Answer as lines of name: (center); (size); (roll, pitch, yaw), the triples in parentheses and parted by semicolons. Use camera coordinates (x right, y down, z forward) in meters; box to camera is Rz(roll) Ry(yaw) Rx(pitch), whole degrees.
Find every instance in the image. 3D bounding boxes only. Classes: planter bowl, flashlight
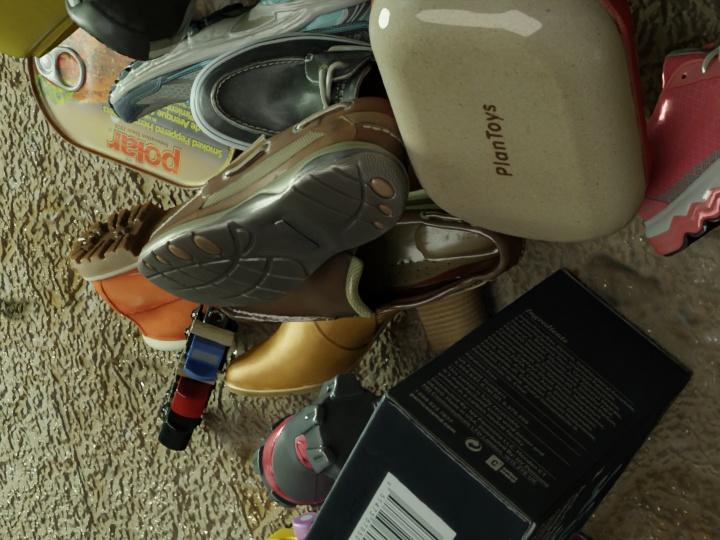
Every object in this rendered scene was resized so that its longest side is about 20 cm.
planter bowl: (-0.202, -0.198, 0.995); (0.084, 0.201, 0.200); (48, 132, -11)
flashlight: (-0.024, 0.119, 1.000); (0.067, 0.068, 0.200); (35, 165, -5)

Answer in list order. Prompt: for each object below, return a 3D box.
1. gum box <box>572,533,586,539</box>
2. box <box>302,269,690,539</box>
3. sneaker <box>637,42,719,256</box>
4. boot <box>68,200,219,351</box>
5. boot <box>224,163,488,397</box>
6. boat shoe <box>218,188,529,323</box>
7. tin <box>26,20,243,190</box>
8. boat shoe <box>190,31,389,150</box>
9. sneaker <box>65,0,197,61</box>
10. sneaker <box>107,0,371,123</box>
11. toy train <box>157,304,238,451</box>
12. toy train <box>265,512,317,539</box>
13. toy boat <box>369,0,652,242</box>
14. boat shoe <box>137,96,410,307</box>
gum box: (0.084, 0.207, 1.012); (0.199, 0.066, 0.114); (37, 128, 20)
box: (0.078, 0.115, 0.890); (0.107, 0.200, 0.149); (39, 128, 16)
sneaker: (0.198, -0.091, 0.795); (0.087, 0.074, 0.200); (52, 131, 10)
boot: (-0.099, -0.001, 1.077); (0.198, 0.075, 0.108); (-12, 121, 34)
boot: (-0.021, -0.004, 0.986); (0.199, 0.071, 0.145); (-15, 110, 22)
boat shoe: (-0.002, -0.006, 0.899); (0.200, 0.075, 0.075); (-16, 110, 18)
tin: (-0.153, -0.127, 1.076); (0.199, 0.042, 0.113); (22, 117, 29)
boat shoe: (-0.002, -0.103, 0.888); (0.198, 0.071, 0.073); (-3, 97, 2)
sneaker: (-0.105, -0.208, 0.908); (0.075, 0.200, 0.116); (31, 120, -6)
sneaker: (-0.068, -0.124, 0.962); (0.198, 0.078, 0.087); (-21, 104, 23)
toy train: (-0.119, 0.081, 1.088); (0.034, 0.046, 0.200); (19, 148, -4)
toy train: (-0.041, 0.268, 1.143); (0.200, 0.055, 0.151); (-35, 85, 41)
toy boat: (0.089, -0.109, 0.788); (0.129, 0.132, 0.201); (9, 146, 23)
boat shoe: (-0.047, -0.037, 0.869); (0.199, 0.072, 0.076); (-21, 133, 36)
